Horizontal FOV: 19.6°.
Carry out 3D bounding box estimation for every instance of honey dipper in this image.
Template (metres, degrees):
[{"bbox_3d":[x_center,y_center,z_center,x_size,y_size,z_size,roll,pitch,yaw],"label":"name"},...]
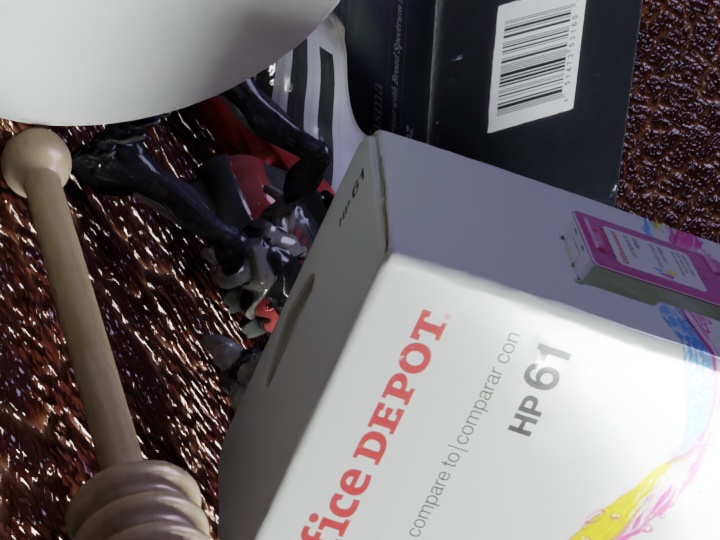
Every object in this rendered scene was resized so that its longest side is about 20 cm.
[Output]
[{"bbox_3d":[-0.077,0.025,0.594,0.038,0.038,0.201,51,11,-47],"label":"honey dipper"}]

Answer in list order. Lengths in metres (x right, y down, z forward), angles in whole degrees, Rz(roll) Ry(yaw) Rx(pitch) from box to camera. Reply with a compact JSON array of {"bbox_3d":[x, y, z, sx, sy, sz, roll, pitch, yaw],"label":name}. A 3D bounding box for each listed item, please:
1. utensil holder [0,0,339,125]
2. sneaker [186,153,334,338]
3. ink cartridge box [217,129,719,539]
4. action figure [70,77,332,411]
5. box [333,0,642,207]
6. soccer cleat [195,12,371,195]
[{"bbox_3d":[-0.094,-0.170,0.659,0.170,0.169,0.201,47,20,-56],"label":"utensil holder"},{"bbox_3d":[0.000,0.000,0.879,0.200,0.098,0.071,47,19,-52],"label":"sneaker"},{"bbox_3d":[0.068,0.061,0.656,0.199,0.145,0.085,18,28,-11],"label":"ink cartridge box"},{"bbox_3d":[-0.013,0.008,0.745,0.200,0.119,0.102,51,-19,-24],"label":"action figure"},{"bbox_3d":[0.032,-0.144,1.015,0.198,0.123,0.201,48,-34,44],"label":"box"},{"bbox_3d":[-0.051,-0.107,0.914,0.085,0.068,0.201,-46,120,-33],"label":"soccer cleat"}]
